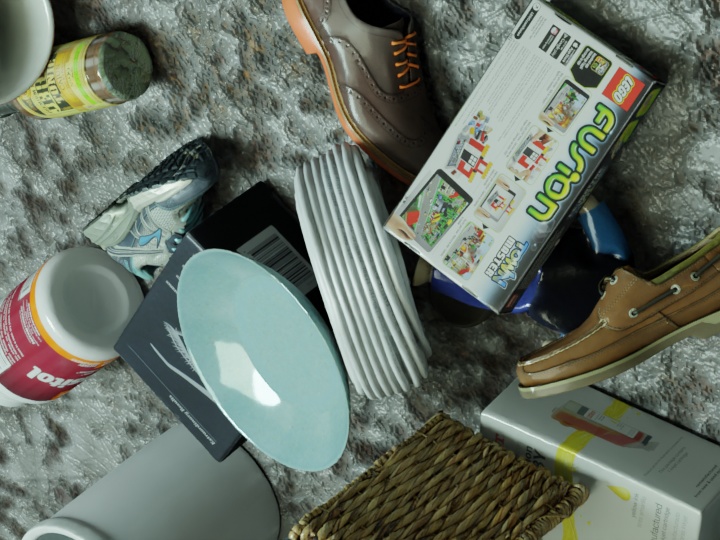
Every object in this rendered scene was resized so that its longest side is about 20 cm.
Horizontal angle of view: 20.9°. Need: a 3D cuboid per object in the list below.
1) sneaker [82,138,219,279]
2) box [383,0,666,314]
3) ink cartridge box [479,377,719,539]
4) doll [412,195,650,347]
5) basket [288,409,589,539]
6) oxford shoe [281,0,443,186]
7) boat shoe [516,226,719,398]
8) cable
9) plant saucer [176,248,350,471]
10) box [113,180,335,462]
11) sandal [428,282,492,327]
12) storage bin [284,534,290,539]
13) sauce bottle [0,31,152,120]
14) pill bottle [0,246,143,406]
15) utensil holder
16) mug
[{"bbox_3d":[-0.165,-0.049,1.728,0.086,0.078,0.200,48,147,-9],"label":"sneaker"},{"bbox_3d":[0.115,-0.081,1.392,0.110,0.035,0.200,38,103,16],"label":"box"},{"bbox_3d":[0.193,0.184,1.543,0.200,0.083,0.146,24,131,29],"label":"ink cartridge box"},{"bbox_3d":[0.144,-0.002,1.445,0.199,0.048,0.137,15,108,9],"label":"doll"},{"bbox_3d":[0.058,0.230,1.482,0.149,0.200,0.143,26,131,30],"label":"basket"},{"bbox_3d":[0.017,-0.152,1.485,0.072,0.071,0.200,-32,94,44],"label":"oxford shoe"},{"bbox_3d":[0.196,0.027,1.390,0.199,0.072,0.068,-24,99,3],"label":"boat shoe"},{"bbox_3d":[0.000,0.000,1.515,0.069,0.200,0.201,-17,112,1],"label":"cable"},{"bbox_3d":[-0.068,0.065,1.564,0.201,0.039,0.202,31,138,32],"label":"plant saucer"},{"bbox_3d":[-0.106,0.047,1.704,0.148,0.104,0.200,47,139,6],"label":"box"},{"bbox_3d":[0.091,-0.023,1.515,0.082,0.055,0.200,40,136,14],"label":"sandal"},{"bbox_3d":[0.017,0.294,1.740,0.145,0.134,0.201,5,119,40],"label":"storage bin"},{"bbox_3d":[-0.269,-0.167,1.736,0.200,0.065,0.065,-9,111,45],"label":"sauce bottle"},{"bbox_3d":[-0.300,0.062,1.884,0.113,0.113,0.200,55,139,-2],"label":"pill bottle"},{"bbox_3d":[-0.196,0.263,1.863,0.170,0.200,0.171,23,130,30],"label":"utensil holder"},{"bbox_3d":[-0.364,-0.233,1.741,0.200,0.178,0.133,11,149,53],"label":"mug"}]
